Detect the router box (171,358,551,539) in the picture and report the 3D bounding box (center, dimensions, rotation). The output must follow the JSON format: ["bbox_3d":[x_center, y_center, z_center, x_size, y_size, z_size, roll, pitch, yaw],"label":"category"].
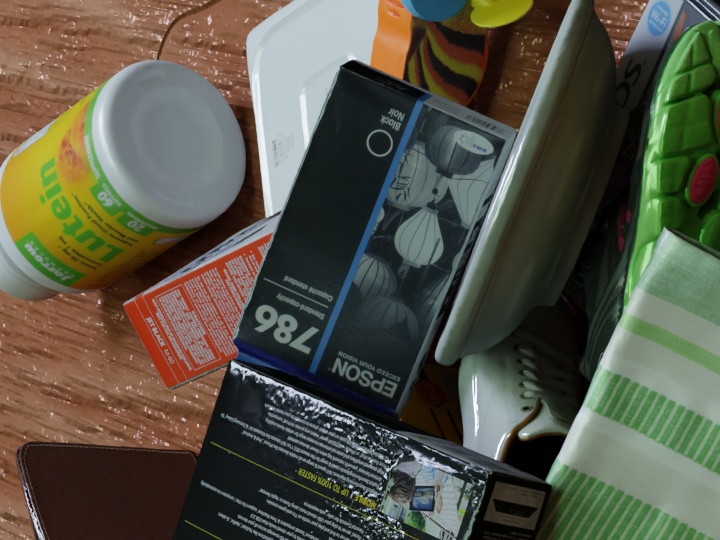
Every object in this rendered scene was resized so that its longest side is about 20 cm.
[{"bbox_3d":[-0.011,0.143,1.367,0.199,0.051,0.150,21,93,45],"label":"router box"}]

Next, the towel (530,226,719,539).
[{"bbox_3d":[0.168,0.102,1.301,0.152,0.023,0.201,27,105,8],"label":"towel"}]

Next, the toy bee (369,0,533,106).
[{"bbox_3d":[0.057,-0.176,1.531,0.131,0.108,0.201,52,144,37],"label":"toy bee"}]

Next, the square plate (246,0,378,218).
[{"bbox_3d":[-0.009,-0.093,1.657,0.198,0.028,0.201,-29,61,48],"label":"square plate"}]

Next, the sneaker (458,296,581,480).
[{"bbox_3d":[0.095,0.080,1.414,0.085,0.073,0.201,-39,31,45],"label":"sneaker"}]

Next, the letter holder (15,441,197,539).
[{"bbox_3d":[-0.147,0.212,1.697,0.101,0.141,0.200,-58,43,30],"label":"letter holder"}]

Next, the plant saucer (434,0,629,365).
[{"bbox_3d":[0.094,-0.039,1.395,0.200,0.050,0.201,22,-90,-88],"label":"plant saucer"}]

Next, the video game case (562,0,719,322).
[{"bbox_3d":[0.176,-0.030,1.394,0.200,0.025,0.182,50,123,46],"label":"video game case"}]

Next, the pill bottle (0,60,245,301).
[{"bbox_3d":[-0.172,-0.050,1.803,0.200,0.110,0.112,-30,61,48],"label":"pill bottle"}]

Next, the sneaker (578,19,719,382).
[{"bbox_3d":[0.144,-0.027,1.354,0.084,0.076,0.201,20,98,55],"label":"sneaker"}]

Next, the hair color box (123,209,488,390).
[{"bbox_3d":[-0.033,-0.004,1.575,0.199,0.111,0.064,-23,97,47],"label":"hair color box"}]

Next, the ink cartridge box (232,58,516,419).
[{"bbox_3d":[0.000,0.000,1.447,0.099,0.039,0.201,23,105,7],"label":"ink cartridge box"}]

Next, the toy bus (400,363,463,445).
[{"bbox_3d":[0.036,0.114,1.516,0.065,0.078,0.201,-55,44,34],"label":"toy bus"}]
